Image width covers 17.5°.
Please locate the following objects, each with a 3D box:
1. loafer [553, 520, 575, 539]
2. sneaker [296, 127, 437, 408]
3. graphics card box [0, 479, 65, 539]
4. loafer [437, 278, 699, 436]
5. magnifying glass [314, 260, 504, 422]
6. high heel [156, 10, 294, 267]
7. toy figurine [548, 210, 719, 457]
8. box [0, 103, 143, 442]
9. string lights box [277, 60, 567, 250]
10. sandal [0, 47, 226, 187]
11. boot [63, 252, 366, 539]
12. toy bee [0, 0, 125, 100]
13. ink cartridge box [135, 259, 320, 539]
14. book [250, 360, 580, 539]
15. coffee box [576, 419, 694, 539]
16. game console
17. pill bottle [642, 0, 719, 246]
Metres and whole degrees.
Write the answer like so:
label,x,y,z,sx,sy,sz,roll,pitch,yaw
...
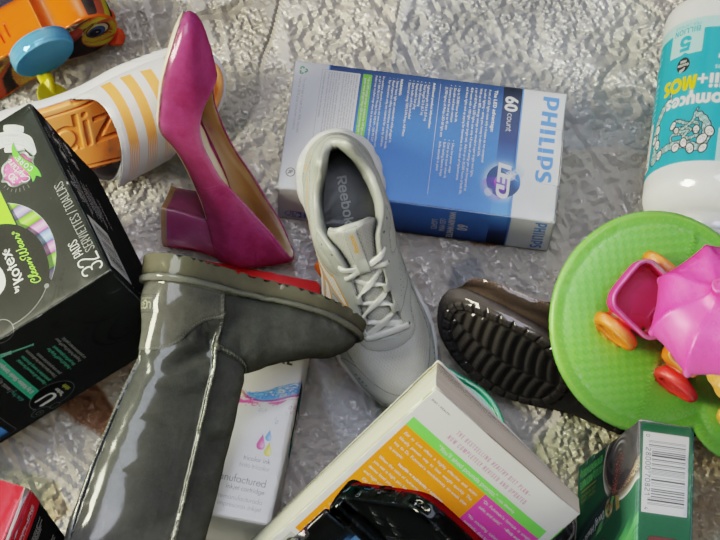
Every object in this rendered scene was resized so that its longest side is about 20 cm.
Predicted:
label,x,y,z,sx,sy,sz,roll,pitch,yaw
loafer,0.047,0.176,1.572,0.198,0.072,0.073,-7,70,-4
sneaker,0.000,0.000,1.591,0.075,0.092,0.202,-19,88,1
graphics card box,-0.225,0.220,1.476,0.050,0.200,0.126,14,69,15
loafer,0.147,0.057,1.631,0.199,0.073,0.071,26,45,-2
magnifying glass,0.031,0.070,1.643,0.079,0.022,0.201,-30,74,-13
high heel,-0.090,-0.087,1.613,0.095,0.201,0.068,9,34,7
toy figurine,0.234,0.051,1.497,0.200,0.184,0.150,42,82,-8
box,-0.254,0.018,1.562,0.199,0.124,0.149,-31,62,4
string lights box,0.044,-0.082,1.681,0.198,0.059,0.104,8,69,1
sandal,-0.185,-0.091,1.656,0.205,0.080,0.059,-21,36,-11
boot,-0.092,0.104,1.519,0.181,0.072,0.202,14,77,-25
toy bee,-0.219,-0.168,1.695,0.198,0.109,0.132,-11,76,20
ink cartridge box,-0.097,0.079,1.608,0.115,0.067,0.202,10,68,2
book,0.027,0.175,1.515,0.134,0.048,0.200,43,106,-11
coffee box,0.177,0.211,1.535,0.044,0.123,0.202,9,69,-12
game console,0.041,0.237,1.457,0.200,0.172,0.119,43,73,-18
pill bottle,0.260,-0.088,1.663,0.110,0.111,0.202,9,68,2
